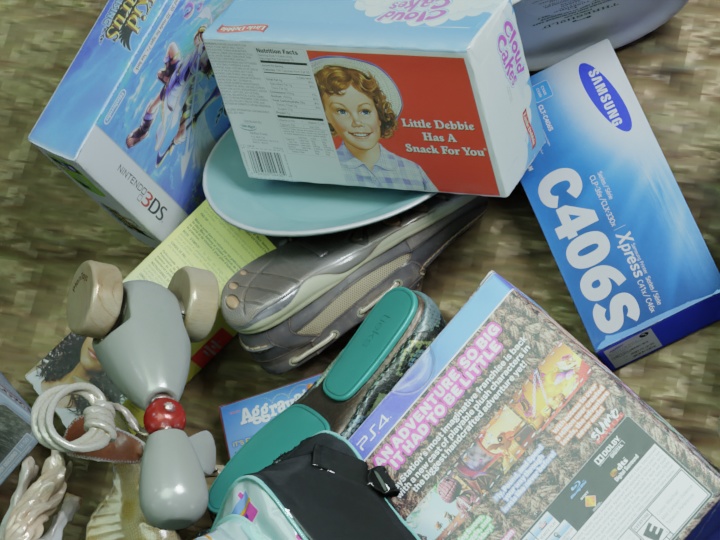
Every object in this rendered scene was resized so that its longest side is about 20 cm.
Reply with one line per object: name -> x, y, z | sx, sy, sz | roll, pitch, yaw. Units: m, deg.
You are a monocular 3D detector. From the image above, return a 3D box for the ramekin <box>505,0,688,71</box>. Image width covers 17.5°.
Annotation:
ramekin -> 0.128, -0.209, 1.530 | 0.199, 0.200, 0.106 | -18, 74, 12

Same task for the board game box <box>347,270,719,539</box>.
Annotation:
board game box -> 0.110, 0.130, 1.437 | 0.200, 0.097, 0.160 | 43, 95, 21

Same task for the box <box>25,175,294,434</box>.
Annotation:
box -> -0.131, 0.033, 1.606 | 0.200, 0.050, 0.075 | -45, 63, -2

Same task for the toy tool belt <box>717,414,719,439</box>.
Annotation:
toy tool belt -> 0.289, 0.154, 1.368 | 0.199, 0.123, 0.125 | 29, 50, 19

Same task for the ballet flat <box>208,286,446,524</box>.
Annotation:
ballet flat -> -0.012, 0.103, 1.505 | 0.200, 0.074, 0.074 | -46, 63, -3

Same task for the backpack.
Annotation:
backpack -> -0.044, 0.226, 1.399 | 0.176, 0.200, 0.153 | 47, 47, 14

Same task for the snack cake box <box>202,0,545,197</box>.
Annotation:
snack cake box -> 0.008, -0.117, 1.505 | 0.199, 0.116, 0.067 | 6, 40, 30

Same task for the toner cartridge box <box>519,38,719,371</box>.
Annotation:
toner cartridge box -> 0.162, -0.044, 1.535 | 0.094, 0.043, 0.201 | -26, 64, 7

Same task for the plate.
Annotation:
plate -> -0.009, -0.076, 1.580 | 0.198, 0.026, 0.201 | -11, 35, 8

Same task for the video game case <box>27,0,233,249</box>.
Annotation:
video game case -> -0.124, -0.132, 1.592 | 0.045, 0.181, 0.201 | 25, 80, 24

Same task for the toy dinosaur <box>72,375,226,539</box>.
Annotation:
toy dinosaur -> -0.133, 0.158, 1.534 | 0.100, 0.058, 0.202 | -11, 84, -4

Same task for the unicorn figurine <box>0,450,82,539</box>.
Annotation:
unicorn figurine -> -0.223, 0.218, 1.530 | 0.073, 0.201, 0.138 | 2, 40, 7

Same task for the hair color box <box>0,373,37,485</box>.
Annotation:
hair color box -> -0.294, 0.092, 1.586 | 0.099, 0.061, 0.200 | -49, 33, -3

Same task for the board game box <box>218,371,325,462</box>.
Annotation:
board game box -> 0.009, 0.109, 1.545 | 0.199, 0.019, 0.104 | -18, 67, 12

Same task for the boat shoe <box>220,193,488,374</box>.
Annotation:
boat shoe -> 0.000, 0.000, 1.562 | 0.199, 0.074, 0.074 | -29, 32, -14

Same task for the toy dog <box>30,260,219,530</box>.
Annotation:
toy dog -> -0.145, 0.084, 1.506 | 0.131, 0.097, 0.201 | 23, 45, -10
